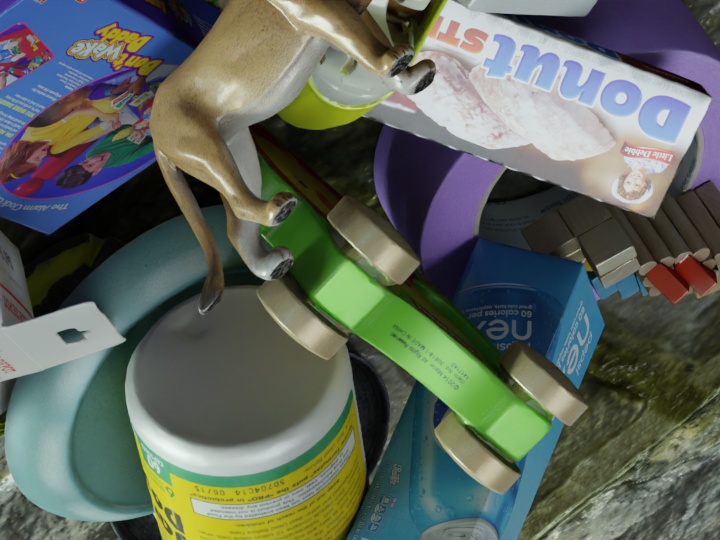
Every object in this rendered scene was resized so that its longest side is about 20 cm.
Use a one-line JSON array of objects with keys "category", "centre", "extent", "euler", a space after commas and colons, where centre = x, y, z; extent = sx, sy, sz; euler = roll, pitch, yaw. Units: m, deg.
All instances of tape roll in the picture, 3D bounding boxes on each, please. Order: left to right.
[{"category": "tape roll", "centre": [0.110, -0.064, 1.404], "extent": [0.200, 0.066, 0.200], "euler": [-18, 142, -15]}]

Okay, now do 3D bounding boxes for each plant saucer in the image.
[{"category": "plant saucer", "centre": [-0.094, 0.056, 1.348], "extent": [0.200, 0.027, 0.200], "euler": [-29, 142, -26]}]

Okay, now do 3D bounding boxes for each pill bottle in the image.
[{"category": "pill bottle", "centre": [-0.051, 0.111, 1.326], "extent": [0.113, 0.113, 0.200], "euler": [-22, 140, -11]}]

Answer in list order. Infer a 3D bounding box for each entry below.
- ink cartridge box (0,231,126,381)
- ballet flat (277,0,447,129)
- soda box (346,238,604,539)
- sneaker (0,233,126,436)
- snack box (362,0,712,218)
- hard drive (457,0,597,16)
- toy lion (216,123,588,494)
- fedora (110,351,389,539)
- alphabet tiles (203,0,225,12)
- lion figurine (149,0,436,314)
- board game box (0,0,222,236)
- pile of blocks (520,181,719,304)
[{"category": "ink cartridge box", "centre": [-0.220, 0.022, 1.217], "extent": [0.200, 0.067, 0.117], "euler": [-15, 168, 0]}, {"category": "ballet flat", "centre": [0.012, -0.128, 1.185], "extent": [0.067, 0.067, 0.200], "euler": [15, 127, -24]}, {"category": "soda box", "centre": [0.060, 0.088, 1.344], "extent": [0.068, 0.064, 0.200], "euler": [66, 42, -56]}, {"category": "sneaker", "centre": [-0.188, 0.065, 1.345], "extent": [0.200, 0.075, 0.085], "euler": [-31, 144, 1]}, {"category": "snack box", "centre": [0.071, -0.091, 1.288], "extent": [0.200, 0.024, 0.072], "euler": [19, 108, -17]}, {"category": "hard drive", "centre": [0.129, -0.208, 1.228], "extent": [0.200, 0.027, 0.132], "euler": [-56, 158, 21]}, {"category": "toy lion", "centre": [0.000, 0.000, 1.269], "extent": [0.069, 0.192, 0.200], "euler": [-47, 120, 6]}, {"category": "fedora", "centre": [-0.051, 0.136, 1.506], "extent": [0.200, 0.092, 0.201], "euler": [-18, 142, -15]}, {"category": "alphabet tiles", "centre": [-0.038, -0.168, 1.228], "extent": [0.167, 0.008, 0.200], "euler": [-9, 140, -26]}, {"category": "lion figurine", "centre": [-0.044, -0.091, 1.133], "extent": [0.200, 0.122, 0.072], "euler": [-50, 162, 12]}, {"category": "board game box", "centre": [-0.147, -0.087, 1.166], "extent": [0.134, 0.045, 0.200], "euler": [-34, 159, 13]}, {"category": "pile of blocks", "centre": [0.181, -0.001, 1.420], "extent": [0.200, 0.062, 0.082], "euler": [-6, 138, -28]}]
